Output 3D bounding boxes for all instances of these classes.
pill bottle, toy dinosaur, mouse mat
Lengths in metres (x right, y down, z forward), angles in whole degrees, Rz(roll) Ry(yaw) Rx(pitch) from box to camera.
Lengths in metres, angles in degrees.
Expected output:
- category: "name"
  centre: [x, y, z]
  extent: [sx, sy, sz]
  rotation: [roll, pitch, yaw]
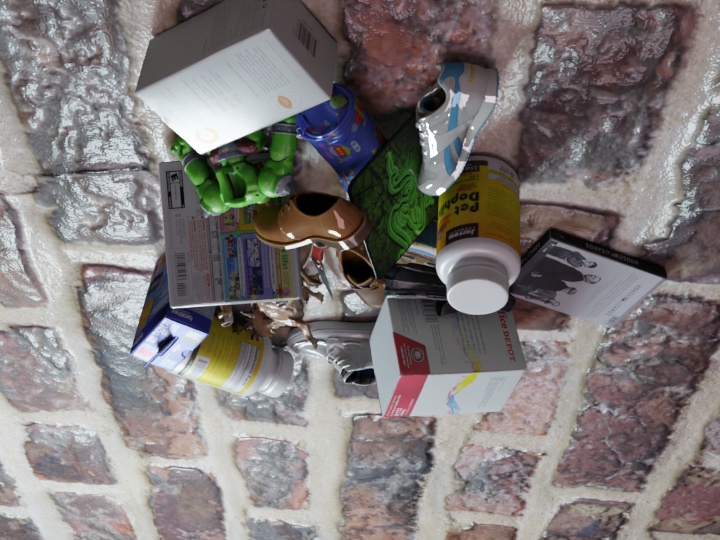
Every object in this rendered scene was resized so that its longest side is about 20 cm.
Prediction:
- category: "pill bottle"
  centre: [-0.216, 0.144, 1.768]
  extent: [0.200, 0.111, 0.111]
  rotation: [23, 140, -27]
- category: "toy dinosaur"
  centre: [-0.133, 0.050, 1.663]
  extent: [0.135, 0.086, 0.200]
  rotation: [4, 138, 13]
- category: "mouse mat"
  centre: [0.052, -0.097, 1.394]
  extent: [0.008, 0.161, 0.200]
  rotation: [28, 155, 30]
- category: "pill bottle"
  centre: [0.154, -0.045, 1.394]
  extent: [0.109, 0.200, 0.109]
  rotation: [3, 143, 2]

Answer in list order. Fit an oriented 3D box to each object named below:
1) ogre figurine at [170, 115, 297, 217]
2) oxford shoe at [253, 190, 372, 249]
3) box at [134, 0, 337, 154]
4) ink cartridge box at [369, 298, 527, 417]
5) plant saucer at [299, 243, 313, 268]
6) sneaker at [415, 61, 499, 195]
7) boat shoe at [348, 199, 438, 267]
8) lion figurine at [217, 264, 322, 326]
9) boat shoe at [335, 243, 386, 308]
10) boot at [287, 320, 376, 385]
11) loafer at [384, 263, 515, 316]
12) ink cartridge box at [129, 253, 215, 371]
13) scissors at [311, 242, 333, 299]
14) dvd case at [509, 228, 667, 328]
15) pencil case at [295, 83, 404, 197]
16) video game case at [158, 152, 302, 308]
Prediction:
- category: "ogre figurine"
  centre: [-0.156, -0.139, 1.365]
  extent: [0.200, 0.120, 0.098]
  rotation: [-10, 173, 12]
- category: "oxford shoe"
  centre: [-0.073, -0.072, 1.340]
  extent: [0.200, 0.071, 0.071]
  rotation: [0, 139, 46]
- category: "box"
  centre: [-0.145, -0.239, 1.261]
  extent: [0.200, 0.098, 0.124]
  rotation: [-18, 138, 28]
- category: "ink cartridge box"
  centre: [0.132, 0.130, 1.646]
  extent: [0.200, 0.145, 0.145]
  rotation: [-1, 145, -12]
- category: "plant saucer"
  centre: [-0.163, -0.060, 1.516]
  extent: [0.200, 0.034, 0.200]
  rotation: [3, 125, 4]
- category: "sneaker"
  centre: [0.103, -0.178, 1.332]
  extent: [0.081, 0.077, 0.200]
  rotation: [12, 134, -11]
- category: "boat shoe"
  centre: [0.058, -0.044, 1.515]
  extent: [0.200, 0.072, 0.072]
  rotation: [22, 142, -20]
- category: "lion figurine"
  centre: [-0.163, 0.000, 1.495]
  extent: [0.200, 0.123, 0.072]
  rotation: [-17, 162, -1]
- category: "boat shoe"
  centre: [0.000, 0.000, 1.585]
  extent: [0.072, 0.068, 0.200]
  rotation: [-5, 142, 14]
- category: "boot"
  centre: [-0.029, 0.139, 1.752]
  extent: [0.200, 0.096, 0.074]
  rotation: [-5, 142, 13]
- category: "loafer"
  centre: [0.132, 0.036, 1.590]
  extent: [0.200, 0.070, 0.068]
  rotation: [15, -179, -8]
- category: "ink cartridge box"
  centre: [-0.271, 0.056, 1.585]
  extent: [0.076, 0.200, 0.136]
  rotation: [24, 139, -23]
- category: "scissors"
  centre: [-0.071, -0.020, 1.604]
  extent: [0.073, 0.014, 0.200]
  rotation: [25, 154, 14]
- category: "dvd case"
  centre: [0.332, 0.015, 1.599]
  extent: [0.200, 0.025, 0.150]
  rotation: [18, 142, -16]
- category: "pencil case"
  centre: [-0.013, -0.155, 1.339]
  extent: [0.087, 0.078, 0.200]
  rotation: [-28, 148, 10]
- category: "video game case"
  centre: [-0.176, -0.054, 1.442]
  extent: [0.182, 0.200, 0.022]
  rotation: [-4, -179, 7]
